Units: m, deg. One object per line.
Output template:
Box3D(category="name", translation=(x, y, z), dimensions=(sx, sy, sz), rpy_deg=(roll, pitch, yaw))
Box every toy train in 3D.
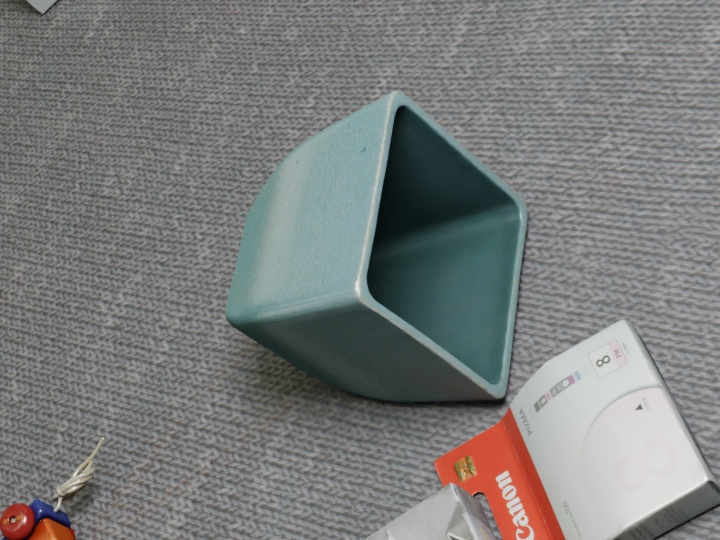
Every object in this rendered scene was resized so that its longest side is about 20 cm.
Box3D(category="toy train", translation=(-0.269, 0.259, 1.303), dimensions=(0.116, 0.085, 0.200), rpy_deg=(36, 84, 33))

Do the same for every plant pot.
Box3D(category="plant pot", translation=(0.000, 0.000, 1.223), dimensions=(0.200, 0.196, 0.197), rpy_deg=(-15, 53, 39))

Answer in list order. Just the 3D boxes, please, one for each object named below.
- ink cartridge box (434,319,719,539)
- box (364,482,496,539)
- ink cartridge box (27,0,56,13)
Box3D(category="ink cartridge box", translation=(0.156, 0.152, 1.101), dimensions=(0.200, 0.057, 0.163), rpy_deg=(-29, 48, 9))
Box3D(category="box", translation=(0.028, 0.281, 1.090), dimensions=(0.200, 0.048, 0.159), rpy_deg=(-36, 47, 15))
Box3D(category="ink cartridge box", translation=(-0.424, -0.450, 1.883), dimensions=(0.145, 0.083, 0.200), rpy_deg=(-43, 46, 2))
